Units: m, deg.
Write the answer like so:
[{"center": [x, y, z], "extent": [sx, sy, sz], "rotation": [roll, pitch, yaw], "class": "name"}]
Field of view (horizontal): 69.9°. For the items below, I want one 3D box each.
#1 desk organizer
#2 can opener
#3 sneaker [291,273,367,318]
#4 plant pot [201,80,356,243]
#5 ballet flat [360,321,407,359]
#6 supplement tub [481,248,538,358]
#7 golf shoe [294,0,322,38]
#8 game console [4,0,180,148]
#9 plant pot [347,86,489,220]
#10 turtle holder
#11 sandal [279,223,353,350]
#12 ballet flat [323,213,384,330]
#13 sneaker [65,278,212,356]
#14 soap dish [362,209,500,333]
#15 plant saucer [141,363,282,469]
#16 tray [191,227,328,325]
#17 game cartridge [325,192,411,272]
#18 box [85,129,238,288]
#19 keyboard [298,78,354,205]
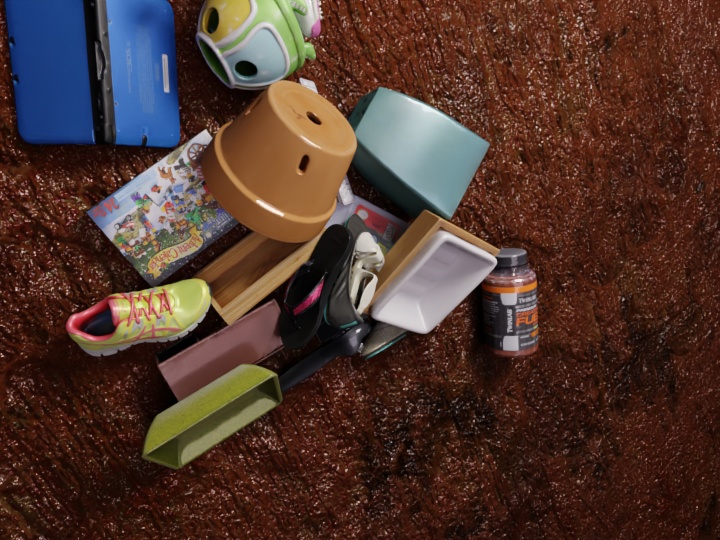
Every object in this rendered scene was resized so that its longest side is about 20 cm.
[{"center": [-0.209, 0.119, 0.802], "extent": [0.199, 0.072, 0.078], "rotation": [-30, 108, -18], "class": "desk organizer"}, {"center": [-0.065, 0.137, 0.851], "extent": [0.200, 0.063, 0.079], "rotation": [-41, 80, 19], "class": "can opener"}, {"center": [-0.049, 0.039, 0.870], "extent": [0.201, 0.084, 0.075], "rotation": [64, 37, -40], "class": "sneaker"}, {"center": [-0.097, -0.159, 0.710], "extent": [0.199, 0.201, 0.140], "rotation": [25, 129, -27], "class": "plant pot"}, {"center": [0.071, 0.092, 0.945], "extent": [0.199, 0.067, 0.063], "rotation": [-26, 86, -24], "class": "ballet flat"}, {"center": [0.292, 0.062, 1.012], "extent": [0.106, 0.107, 0.202], "rotation": [-13, 105, -23], "class": "supplement tub"}, {"center": [-0.121, -0.433, 0.750], "extent": [0.091, 0.075, 0.202], "rotation": [-24, 101, -11], "class": "golf shoe"}, {"center": [-0.351, -0.269, 0.693], "extent": [0.170, 0.117, 0.202], "rotation": [-14, 108, -55], "class": "game console"}, {"center": [0.071, -0.195, 0.846], "extent": [0.199, 0.141, 0.142], "rotation": [30, 86, -20], "class": "plant pot"}, {"center": [-0.148, -0.327, 0.690], "extent": [0.132, 0.186, 0.141], "rotation": [-41, 89, -12], "class": "turtle holder"}, {"center": [-0.077, 0.022, 0.757], "extent": [0.045, 0.075, 0.201], "rotation": [14, 105, -54], "class": "sandal"}, {"center": [0.000, 0.000, 0.802], "extent": [0.068, 0.068, 0.202], "rotation": [47, 48, -51], "class": "ballet flat"}, {"center": [-0.303, 0.061, 0.707], "extent": [0.199, 0.090, 0.079], "rotation": [-23, 70, -8], "class": "sneaker"}, {"center": [0.107, 0.005, 0.837], "extent": [0.157, 0.082, 0.200], "rotation": [20, 121, -38], "class": "soap dish"}, {"center": [-0.218, 0.214, 0.776], "extent": [0.199, 0.200, 0.048], "rotation": [-30, 71, -18], "class": "plant saucer"}, {"center": [-0.149, -0.015, 0.790], "extent": [0.200, 0.099, 0.037], "rotation": [-40, 142, -13], "class": "tray"}, {"center": [0.006, -0.047, 0.895], "extent": [0.199, 0.041, 0.134], "rotation": [24, 93, -27], "class": "game cartridge"}, {"center": [-0.267, -0.091, 0.754], "extent": [0.200, 0.038, 0.137], "rotation": [-40, 113, -14], "class": "box"}, {"center": [-0.051, -0.202, 0.814], "extent": [0.056, 0.011, 0.202], "rotation": [-33, 106, -63], "class": "keyboard"}]
